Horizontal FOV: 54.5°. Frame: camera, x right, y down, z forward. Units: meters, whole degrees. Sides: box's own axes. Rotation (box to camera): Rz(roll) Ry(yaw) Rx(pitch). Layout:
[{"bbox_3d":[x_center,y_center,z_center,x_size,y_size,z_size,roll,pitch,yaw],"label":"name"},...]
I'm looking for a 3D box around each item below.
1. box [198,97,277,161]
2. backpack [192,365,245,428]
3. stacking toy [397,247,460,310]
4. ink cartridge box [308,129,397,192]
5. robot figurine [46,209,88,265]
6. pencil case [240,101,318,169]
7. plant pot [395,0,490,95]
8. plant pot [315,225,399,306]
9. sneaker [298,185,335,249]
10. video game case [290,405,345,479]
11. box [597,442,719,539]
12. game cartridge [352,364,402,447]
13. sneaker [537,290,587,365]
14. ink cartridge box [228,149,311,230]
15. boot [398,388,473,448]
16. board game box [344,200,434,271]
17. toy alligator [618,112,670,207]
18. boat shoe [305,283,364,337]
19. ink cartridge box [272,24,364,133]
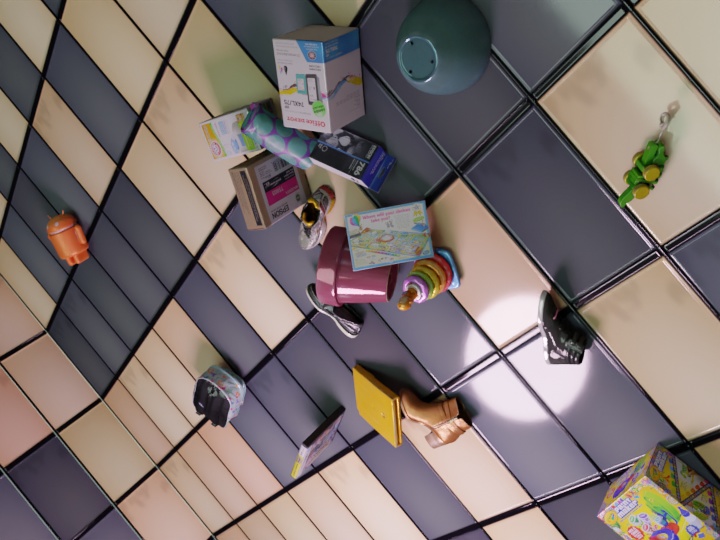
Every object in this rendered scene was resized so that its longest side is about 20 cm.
[{"bbox_3d":[-0.315,-0.370,1.852,0.197,0.101,0.114,-4,113,39],"label":"box"},{"bbox_3d":[-0.491,0.428,2.448,0.176,0.151,0.202,33,139,13],"label":"backpack"},{"bbox_3d":[0.142,0.037,1.674,0.115,0.200,0.111,-8,112,41],"label":"stacking toy"},{"bbox_3d":[-0.019,-0.272,1.685,0.198,0.101,0.039,26,171,21],"label":"ink cartridge box"},{"bbox_3d":[-1.092,-0.122,2.605,0.143,0.115,0.203,14,128,61],"label":"robot figurine"},{"bbox_3d":[-0.195,-0.333,1.740,0.198,0.094,0.085,29,141,-23],"label":"pencil case"},{"bbox_3d":[0.147,-0.444,1.420,0.197,0.135,0.203,19,127,27],"label":"plant pot"},{"bbox_3d":[0.000,0.000,1.785,0.176,0.201,0.203,10,124,13],"label":"plant pot"},{"bbox_3d":[-0.135,-0.134,1.869,0.077,0.082,0.202,34,133,16],"label":"sneaker"},{"bbox_3d":[-0.133,0.541,2.201,0.025,0.199,0.182,35,133,17],"label":"video game case"},{"bbox_3d":[0.693,0.546,1.611,0.192,0.122,0.202,38,133,14],"label":"box"},{"bbox_3d":[0.049,0.392,2.043,0.199,0.032,0.179,34,137,49],"label":"game cartridge"},{"bbox_3d":[0.459,0.131,1.579,0.098,0.071,0.203,3,124,34],"label":"sneaker"},{"bbox_3d":[-0.228,-0.221,1.806,0.074,0.200,0.167,0,117,38],"label":"ink cartridge box"},{"bbox_3d":[0.209,0.383,1.937,0.201,0.074,0.154,51,128,2],"label":"boot"},{"bbox_3d":[0.069,-0.082,1.673,0.196,0.034,0.137,-9,90,6],"label":"board game box"},{"bbox_3d":[0.549,-0.201,1.314,0.053,0.060,0.202,4,129,-14],"label":"toy alligator"},{"bbox_3d":[-0.067,0.100,1.967,0.200,0.074,0.066,48,133,3],"label":"boat shoe"},{"bbox_3d":[-0.092,-0.440,1.601,0.145,0.146,0.203,14,125,31],"label":"ink cartridge box"}]
